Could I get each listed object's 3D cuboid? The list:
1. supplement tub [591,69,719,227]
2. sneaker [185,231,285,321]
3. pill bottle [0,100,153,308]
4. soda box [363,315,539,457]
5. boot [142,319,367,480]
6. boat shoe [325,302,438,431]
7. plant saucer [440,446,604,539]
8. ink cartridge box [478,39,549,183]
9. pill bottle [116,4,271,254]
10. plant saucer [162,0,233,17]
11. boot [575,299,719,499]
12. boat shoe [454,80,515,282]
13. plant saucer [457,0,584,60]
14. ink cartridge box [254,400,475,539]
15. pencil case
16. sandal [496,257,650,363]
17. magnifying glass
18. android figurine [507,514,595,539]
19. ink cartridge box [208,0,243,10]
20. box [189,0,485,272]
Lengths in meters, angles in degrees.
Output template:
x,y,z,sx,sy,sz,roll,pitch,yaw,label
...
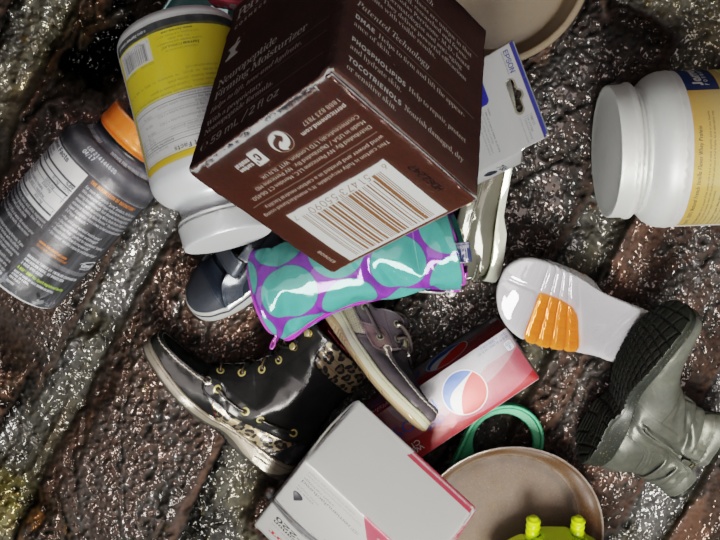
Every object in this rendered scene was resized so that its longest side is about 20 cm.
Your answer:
x,y,z,sx,sy,sz,roll,pitch,yaw,label
0.324,-0.113,0.854,0.198,0.144,0.146,-2,97,1,supplement tub
-0.102,-0.037,0.897,0.200,0.079,0.079,-41,56,0,sneaker
-0.272,-0.068,0.894,0.106,0.106,0.200,43,96,-3,pill bottle
0.075,0.130,0.925,0.199,0.070,0.064,-35,98,5,soda box
-0.101,0.096,0.924,0.200,0.073,0.151,44,97,-7,boot
0.017,0.063,0.887,0.065,0.072,0.200,-38,57,-2,boat shoe
0.147,0.267,0.947,0.198,0.032,0.202,-1,105,-4,plant saucer
0.078,-0.121,0.864,0.199,0.039,0.100,-24,74,28,ink cartridge box
-0.142,-0.122,0.826,0.111,0.112,0.202,-16,83,3,pill bottle
-0.107,-0.199,0.910,0.198,0.036,0.202,0,96,1,plant saucer
0.309,0.128,0.909,0.130,0.068,0.201,18,116,-12,boot
0.112,-0.090,0.899,0.060,0.072,0.204,3,100,-4,boat shoe
0.124,-0.299,0.896,0.198,0.029,0.202,0,97,1,plant saucer
-0.004,0.230,0.866,0.145,0.200,0.085,41,56,7,ink cartridge box
0.000,0.000,0.844,0.198,0.085,0.093,-16,91,3,pencil case
0.213,0.042,0.923,0.205,0.059,0.080,22,105,-23,sandal
0.105,0.215,0.961,0.200,0.022,0.080,-42,94,4,magnifying glass
0.189,0.338,0.931,0.180,0.041,0.202,-1,105,-3,android figurine
-0.033,-0.306,0.840,0.198,0.083,0.148,7,92,0,ink cartridge box
-0.012,-0.141,0.755,0.165,0.201,0.164,-27,132,37,box
